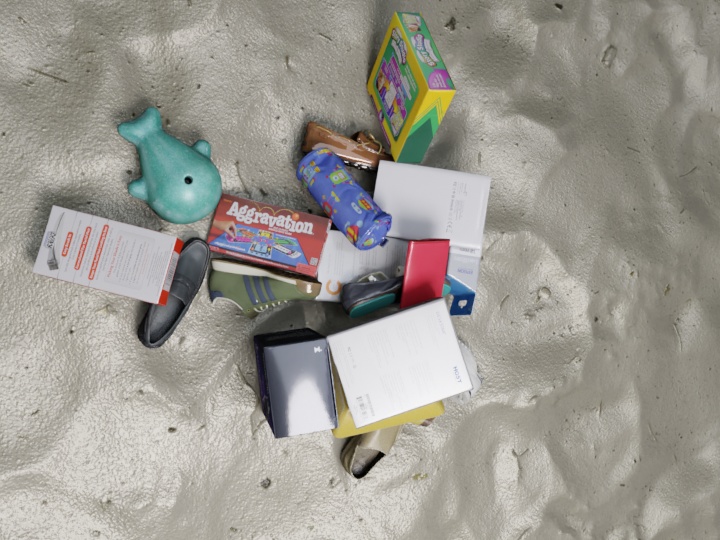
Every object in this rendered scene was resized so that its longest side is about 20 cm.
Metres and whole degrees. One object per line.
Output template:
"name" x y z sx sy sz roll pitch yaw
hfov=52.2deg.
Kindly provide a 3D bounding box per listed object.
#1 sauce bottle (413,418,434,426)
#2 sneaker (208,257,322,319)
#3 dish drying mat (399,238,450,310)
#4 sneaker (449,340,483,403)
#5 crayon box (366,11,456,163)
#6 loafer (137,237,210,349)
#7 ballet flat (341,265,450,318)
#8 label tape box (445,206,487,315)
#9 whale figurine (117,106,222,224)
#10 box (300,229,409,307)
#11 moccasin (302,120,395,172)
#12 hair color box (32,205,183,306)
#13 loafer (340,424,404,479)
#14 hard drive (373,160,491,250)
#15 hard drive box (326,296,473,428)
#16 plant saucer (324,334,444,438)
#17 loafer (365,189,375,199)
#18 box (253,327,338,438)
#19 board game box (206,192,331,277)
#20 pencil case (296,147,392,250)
"sauce bottle" 0.048 0.234 1.365 0.199 0.065 0.065 22 80 -21
"sneaker" -0.167 0.041 1.250 0.199 0.067 0.090 13 96 11
"dish drying mat" 0.103 0.041 1.242 0.076 0.018 0.201 -2 113 -20
"sneaker" 0.169 0.159 1.422 0.080 0.076 0.200 -39 108 -30
"crayon box" 0.084 -0.321 1.293 0.058 0.173 0.201 -3 56 -23
"loafer" -0.304 0.038 1.217 0.068 0.070 0.201 30 79 -21
"ballet flat" 0.059 0.026 1.271 0.199 0.073 0.073 -13 94 -17
"label tape box" 0.175 -0.019 1.377 0.066 0.143 0.201 11 85 -8
"whale figurine" -0.311 -0.172 1.203 0.159 0.104 0.200 -35 101 -19
"box" 0.000 0.000 1.333 0.199 0.097 0.125 7 86 -23
"moccasin" -0.007 -0.228 1.355 0.201 0.074 0.078 13 92 -12
"hair color box" -0.393 -0.022 1.154 0.199 0.064 0.111 15 82 -2
"loafer" 0.034 0.296 1.317 0.076 0.067 0.201 22 107 -18
"hard drive" 0.122 -0.116 1.304 0.199 0.025 0.133 9 86 7
"hard drive box" 0.062 0.146 1.189 0.199 0.077 0.156 -17 89 -2
"plant saucer" 0.028 0.173 1.286 0.199 0.049 0.201 -11 55 -6
"loafer" 0.033 -0.117 1.370 0.199 0.075 0.070 -5 96 -13
"box" -0.111 0.179 1.220 0.104 0.200 0.149 -7 91 -12
"board game box" -0.158 -0.061 1.257 0.199 0.019 0.103 14 81 10
"pencil case" -0.025 -0.124 1.267 0.087 0.078 0.200 -33 69 -21
